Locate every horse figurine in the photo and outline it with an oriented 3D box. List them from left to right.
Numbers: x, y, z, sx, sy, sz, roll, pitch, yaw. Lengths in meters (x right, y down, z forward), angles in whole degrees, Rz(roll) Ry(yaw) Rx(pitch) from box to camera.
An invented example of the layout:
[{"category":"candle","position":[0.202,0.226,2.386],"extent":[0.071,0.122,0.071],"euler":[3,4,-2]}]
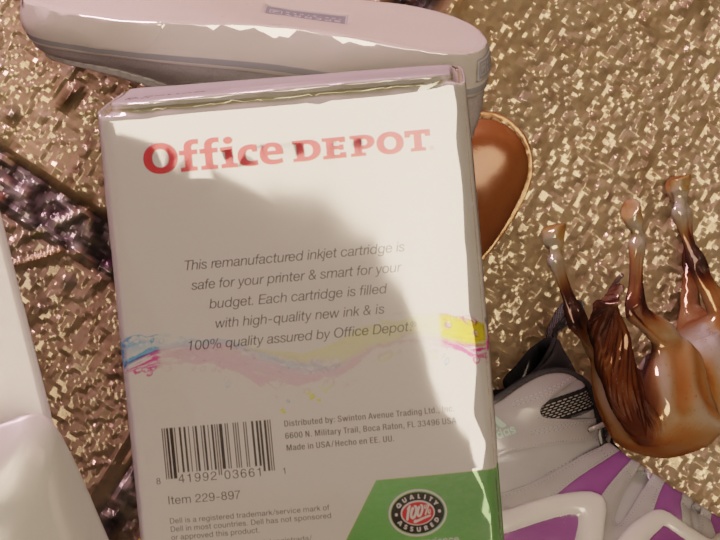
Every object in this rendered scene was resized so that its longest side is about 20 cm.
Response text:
[{"category":"horse figurine","position":[0.136,0.030,1.273],"extent":[0.050,0.200,0.133],"euler":[-17,92,29]}]

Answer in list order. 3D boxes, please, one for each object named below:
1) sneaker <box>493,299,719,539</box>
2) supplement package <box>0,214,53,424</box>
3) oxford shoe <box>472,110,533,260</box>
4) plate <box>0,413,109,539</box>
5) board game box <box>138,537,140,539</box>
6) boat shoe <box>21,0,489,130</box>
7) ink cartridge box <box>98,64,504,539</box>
[{"category":"sneaker","position":[0.106,0.083,1.298],"extent":[0.199,0.078,0.141],"euler":[5,76,-25]},{"category":"supplement package","position":[-0.197,0.034,1.215],"extent":[0.121,0.120,0.201],"euler":[-14,93,-10]},{"category":"oxford shoe","position":[0.000,0.000,1.280],"extent":[0.200,0.071,0.071],"euler":[-39,93,-12]},{"category":"plate","position":[-0.176,0.174,1.165],"extent":[0.199,0.032,0.201],"euler":[-24,123,-3]},{"category":"board game box","position":[-0.059,0.228,1.274],"extent":[0.200,0.057,0.165],"euler":[41,84,-8]},{"category":"boat shoe","position":[-0.047,-0.082,1.262],"extent":[0.199,0.072,0.069],"euler":[6,113,-2]},{"category":"ink cartridge box","position":[-0.022,0.022,1.188],"extent":[0.145,0.088,0.201],"euler":[-5,100,1]}]
